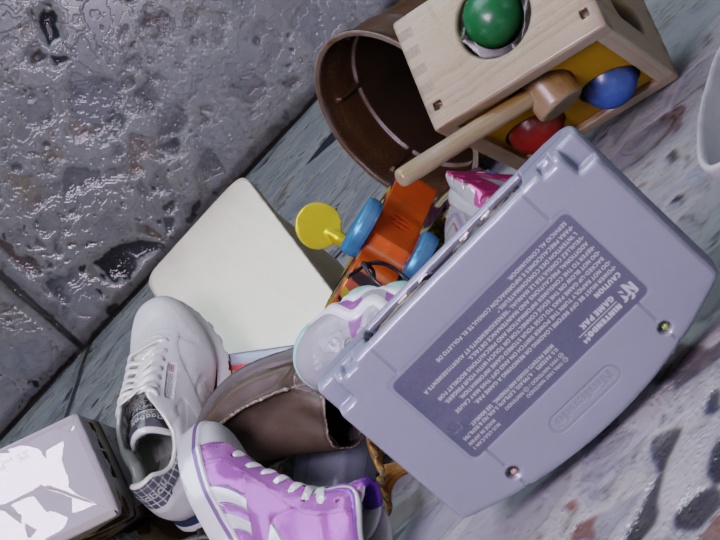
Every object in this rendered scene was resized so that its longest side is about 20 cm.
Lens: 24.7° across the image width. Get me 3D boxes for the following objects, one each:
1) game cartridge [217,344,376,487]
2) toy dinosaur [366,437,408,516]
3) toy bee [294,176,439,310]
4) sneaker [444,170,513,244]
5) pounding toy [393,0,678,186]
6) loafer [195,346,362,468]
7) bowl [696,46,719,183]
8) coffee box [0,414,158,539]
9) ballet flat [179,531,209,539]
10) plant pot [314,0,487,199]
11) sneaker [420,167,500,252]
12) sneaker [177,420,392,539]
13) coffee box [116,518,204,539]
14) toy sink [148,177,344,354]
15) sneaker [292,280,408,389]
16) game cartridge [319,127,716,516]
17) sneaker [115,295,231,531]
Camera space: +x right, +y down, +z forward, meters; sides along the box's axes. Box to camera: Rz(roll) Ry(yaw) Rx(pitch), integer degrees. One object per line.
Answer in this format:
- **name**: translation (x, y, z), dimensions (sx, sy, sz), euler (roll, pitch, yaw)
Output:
- **game cartridge**: translation (-0.071, 0.125, 1.232), dimensions (0.199, 0.041, 0.134), euler (-10, 65, 35)
- **toy dinosaur**: translation (0.057, 0.110, 1.063), dimensions (0.105, 0.061, 0.200), euler (-18, 13, -6)
- **toy bee**: translation (0.000, 0.000, 1.241), dimensions (0.109, 0.131, 0.200), euler (-56, -15, 26)
- **sneaker**: translation (0.115, -0.007, 1.162), dimensions (0.200, 0.081, 0.089), euler (-133, 48, -66)
- **pounding toy**: translation (0.124, -0.152, 1.276), dimensions (0.183, 0.143, 0.200), euler (-30, -22, 24)
- **loafer**: translation (-0.035, 0.093, 1.138), dimensions (0.199, 0.073, 0.071), euler (-35, 39, 20)
- **bowl**: translation (0.285, -0.123, 0.907), dimensions (0.200, 0.075, 0.200), euler (-41, 12, 32)
- **coffee box**: translation (-0.229, 0.172, 1.231), dimensions (0.112, 0.080, 0.200), euler (-25, -8, -2)
- **ballet flat**: translation (-0.138, 0.228, 1.199), dimensions (0.198, 0.067, 0.057), euler (-17, -16, 18)
- **plant pot**: translation (0.092, -0.205, 1.654), dimensions (0.198, 0.201, 0.200), euler (-44, 8, -31)
- **sneaker**: translation (0.101, -0.051, 1.348), dimensions (0.090, 0.075, 0.200), euler (-57, 15, -20)
- **sneaker**: translation (-0.041, 0.154, 1.066), dimensions (0.114, 0.073, 0.201), euler (-41, 50, 9)
- **coffee box**: translation (-0.178, 0.200, 1.446), dimensions (0.080, 0.113, 0.200), euler (-39, 15, 36)
- **toy sink**: translation (-0.069, 0.041, 1.382), dimensions (0.130, 0.112, 0.200), euler (-46, 46, 7)
- **sneaker**: translation (0.035, 0.056, 1.009), dimensions (0.198, 0.078, 0.140), euler (-11, 12, 20)
- **game cartridge**: translation (0.091, 0.036, 0.902), dimensions (0.200, 0.133, 0.041), euler (-45, 12, 13)
- **sneaker**: translation (-0.147, 0.094, 1.231), dimensions (0.076, 0.080, 0.201), euler (-34, 49, 22)
